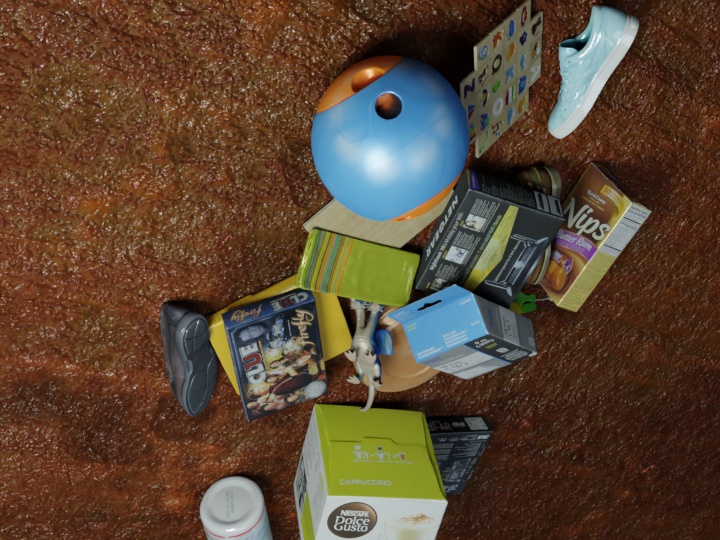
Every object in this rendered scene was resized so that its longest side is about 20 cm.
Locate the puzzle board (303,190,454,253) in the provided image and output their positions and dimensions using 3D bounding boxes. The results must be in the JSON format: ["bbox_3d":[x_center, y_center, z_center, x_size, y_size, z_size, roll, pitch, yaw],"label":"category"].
[{"bbox_3d":[0.032,-0.087,1.444,0.199,0.017,0.151,-39,134,5],"label":"puzzle board"}]

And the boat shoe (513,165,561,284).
[{"bbox_3d":[0.255,-0.068,1.553,0.067,0.072,0.204,-8,121,-17],"label":"boat shoe"}]

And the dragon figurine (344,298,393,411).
[{"bbox_3d":[0.016,0.123,1.545,0.058,0.100,0.203,2,131,18],"label":"dragon figurine"}]

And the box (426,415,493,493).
[{"bbox_3d":[0.127,0.340,1.831,0.196,0.044,0.162,2,125,-30],"label":"box"}]

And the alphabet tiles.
[{"bbox_3d":[0.188,-0.253,1.331,0.200,0.006,0.169,-44,143,-33],"label":"alphabet tiles"}]

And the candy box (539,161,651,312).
[{"bbox_3d":[0.350,-0.052,1.578,0.056,0.117,0.202,16,117,-37],"label":"candy box"}]

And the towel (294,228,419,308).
[{"bbox_3d":[0.000,0.000,1.456,0.197,0.018,0.088,12,99,-35],"label":"towel"}]

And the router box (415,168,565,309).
[{"bbox_3d":[0.187,-0.039,1.491,0.154,0.053,0.202,16,129,-14],"label":"router box"}]

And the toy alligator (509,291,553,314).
[{"bbox_3d":[0.244,0.052,1.654,0.197,0.059,0.055,-21,94,-12],"label":"toy alligator"}]

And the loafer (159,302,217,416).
[{"bbox_3d":[-0.250,0.124,1.445,0.072,0.062,0.203,-41,149,-37],"label":"loafer"}]

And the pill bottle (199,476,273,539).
[{"bbox_3d":[-0.202,0.448,1.694,0.107,0.109,0.203,-18,134,-14],"label":"pill bottle"}]

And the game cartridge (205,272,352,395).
[{"bbox_3d":[-0.119,0.092,1.503,0.197,0.033,0.178,-24,134,-6],"label":"game cartridge"}]

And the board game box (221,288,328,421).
[{"bbox_3d":[-0.122,0.125,1.482,0.133,0.035,0.203,-18,133,-12],"label":"board game box"}]

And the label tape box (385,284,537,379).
[{"bbox_3d":[0.154,0.099,1.534,0.143,0.065,0.198,-26,147,36],"label":"label tape box"}]

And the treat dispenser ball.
[{"bbox_3d":[0.037,-0.163,1.252,0.197,0.202,0.204,-15,133,-17],"label":"treat dispenser ball"}]

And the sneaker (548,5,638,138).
[{"bbox_3d":[0.303,-0.283,1.409,0.081,0.074,0.202,24,122,-7],"label":"sneaker"}]

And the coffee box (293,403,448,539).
[{"bbox_3d":[0.010,0.364,1.647,0.195,0.202,0.201,6,125,-14],"label":"coffee box"}]

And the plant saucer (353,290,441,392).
[{"bbox_3d":[0.082,0.122,1.635,0.197,0.032,0.203,-16,133,-17],"label":"plant saucer"}]
